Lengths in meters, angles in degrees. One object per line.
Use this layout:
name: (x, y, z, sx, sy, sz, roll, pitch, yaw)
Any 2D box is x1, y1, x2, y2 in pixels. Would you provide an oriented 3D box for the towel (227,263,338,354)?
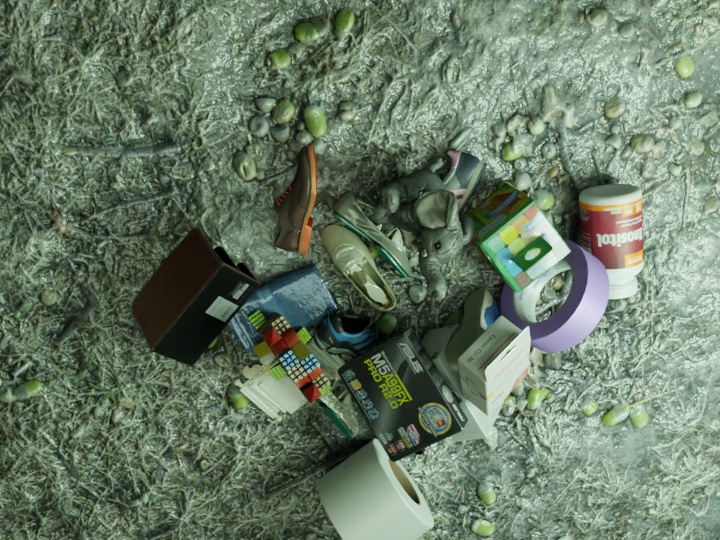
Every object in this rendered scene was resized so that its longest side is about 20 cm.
towel: (-0.150, 0.071, 1.423, 0.199, 0.049, 0.112, -25, 108, 1)

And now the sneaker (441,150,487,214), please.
sneaker: (0.152, -0.127, 1.406, 0.082, 0.070, 0.200, 31, 101, 7)

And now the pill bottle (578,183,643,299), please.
pill bottle: (0.474, -0.054, 1.436, 0.113, 0.113, 0.201, -10, 108, -4)

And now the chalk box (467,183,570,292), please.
chalk box: (0.278, -0.055, 1.363, 0.125, 0.200, 0.124, -39, 107, 4)

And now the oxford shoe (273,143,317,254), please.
oxford shoe: (-0.116, -0.127, 1.359, 0.072, 0.071, 0.201, 7, 106, -4)

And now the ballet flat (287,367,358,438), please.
ballet flat: (-0.058, 0.237, 1.458, 0.072, 0.072, 0.200, -40, 108, 5)

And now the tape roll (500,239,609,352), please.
tape roll: (0.353, 0.045, 1.399, 0.066, 0.200, 0.200, 27, 102, -31)

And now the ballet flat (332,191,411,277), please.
ballet flat: (0.037, -0.068, 1.399, 0.200, 0.067, 0.064, 41, 89, -17)

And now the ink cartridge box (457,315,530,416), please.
ink cartridge box: (0.233, 0.159, 1.324, 0.116, 0.067, 0.200, -43, 151, -16)

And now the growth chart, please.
growth chart: (-0.133, 0.202, 1.479, 0.200, 0.018, 0.145, -36, 107, 3)

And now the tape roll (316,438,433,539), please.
tape roll: (0.030, 0.448, 1.478, 0.139, 0.203, 0.203, -36, 108, 4)

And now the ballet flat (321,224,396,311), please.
ballet flat: (0.000, 0.000, 1.412, 0.069, 0.069, 0.200, -39, 107, 5)

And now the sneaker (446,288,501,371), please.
sneaker: (0.232, 0.135, 1.428, 0.077, 0.200, 0.111, -28, 114, 37)

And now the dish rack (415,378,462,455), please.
dish rack: (0.099, 0.249, 1.437, 0.153, 0.055, 0.200, 37, 141, 7)

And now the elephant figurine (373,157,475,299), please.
elephant figurine: (0.132, -0.075, 1.310, 0.141, 0.200, 0.156, -15, 135, -42)

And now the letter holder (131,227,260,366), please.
letter holder: (-0.303, 0.044, 1.378, 0.200, 0.142, 0.100, -49, 138, 7)

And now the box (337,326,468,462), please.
box: (0.075, 0.225, 1.372, 0.160, 0.044, 0.200, -31, 91, 26)

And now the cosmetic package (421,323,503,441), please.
cosmetic package: (0.186, 0.217, 1.468, 0.081, 0.113, 0.200, -18, 110, 40)

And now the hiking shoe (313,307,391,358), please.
hiking shoe: (0.015, 0.130, 1.426, 0.199, 0.075, 0.087, 15, 133, -24)

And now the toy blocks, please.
toy blocks: (-0.116, 0.154, 1.339, 0.100, 0.137, 0.200, -36, 98, -10)
